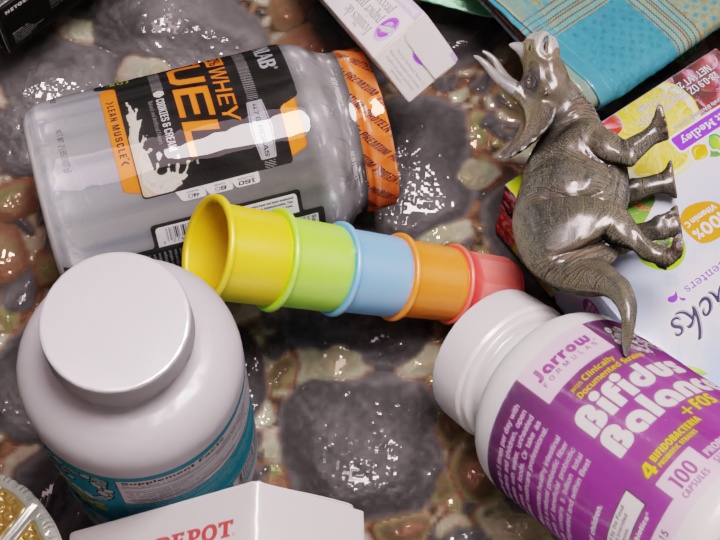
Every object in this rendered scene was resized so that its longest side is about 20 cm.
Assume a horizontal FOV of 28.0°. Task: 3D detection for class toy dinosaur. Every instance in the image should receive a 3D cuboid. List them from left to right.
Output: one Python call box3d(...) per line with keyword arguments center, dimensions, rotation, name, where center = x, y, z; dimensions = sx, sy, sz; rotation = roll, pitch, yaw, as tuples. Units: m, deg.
box3d(center=(0.123, -0.034, 0.794), dimensions=(0.102, 0.077, 0.201), rotation=(-7, 64, 13), name="toy dinosaur")

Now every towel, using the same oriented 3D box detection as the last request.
box3d(center=(0.168, -0.194, 0.908), dimensions=(0.200, 0.022, 0.147), rotation=(-33, 69, -21), name="towel")

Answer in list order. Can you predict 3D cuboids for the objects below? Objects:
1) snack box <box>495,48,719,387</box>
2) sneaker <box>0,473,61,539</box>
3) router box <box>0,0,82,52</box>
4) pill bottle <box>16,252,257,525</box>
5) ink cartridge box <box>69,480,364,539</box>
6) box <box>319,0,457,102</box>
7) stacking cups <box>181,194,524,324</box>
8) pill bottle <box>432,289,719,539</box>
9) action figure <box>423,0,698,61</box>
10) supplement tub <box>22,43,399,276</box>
box3d(center=(0.206, -0.008, 0.851), dimensions=(0.168, 0.068, 0.200), rotation=(-33, 70, -15), name="snack box")
box3d(center=(-0.202, 0.140, 0.763), dimensions=(0.075, 0.088, 0.200), rotation=(-31, 61, -15), name="sneaker")
box3d(center=(-0.197, -0.253, 0.928), dimensions=(0.200, 0.051, 0.149), rotation=(-41, 72, -17), name="router box")
box3d(center=(-0.112, 0.064, 0.740), dimensions=(0.110, 0.200, 0.111), rotation=(0, 64, 0), name="pill bottle")
box3d(center=(-0.074, 0.216, 0.698), dimensions=(0.146, 0.083, 0.201), rotation=(-21, 59, 36), name="ink cartridge box")
box3d(center=(-0.001, -0.166, 0.880), dimensions=(0.039, 0.041, 0.200), rotation=(-40, 35, 5), name="box")
box3d(center=(0.000, 0.000, 0.812), dimensions=(0.199, 0.060, 0.061), rotation=(8, 60, -34), name="stacking cups")
box3d(center=(0.131, 0.090, 0.755), dimensions=(0.112, 0.112, 0.200), rotation=(-39, 47, -17), name="pill bottle")
box3d(center=(0.125, -0.182, 0.938), dimensions=(0.199, 0.055, 0.118), rotation=(25, 65, 11), name="action figure")
box3d(center=(-0.085, -0.060, 0.842), dimensions=(0.199, 0.123, 0.123), rotation=(-15, 66, -8), name="supplement tub")
